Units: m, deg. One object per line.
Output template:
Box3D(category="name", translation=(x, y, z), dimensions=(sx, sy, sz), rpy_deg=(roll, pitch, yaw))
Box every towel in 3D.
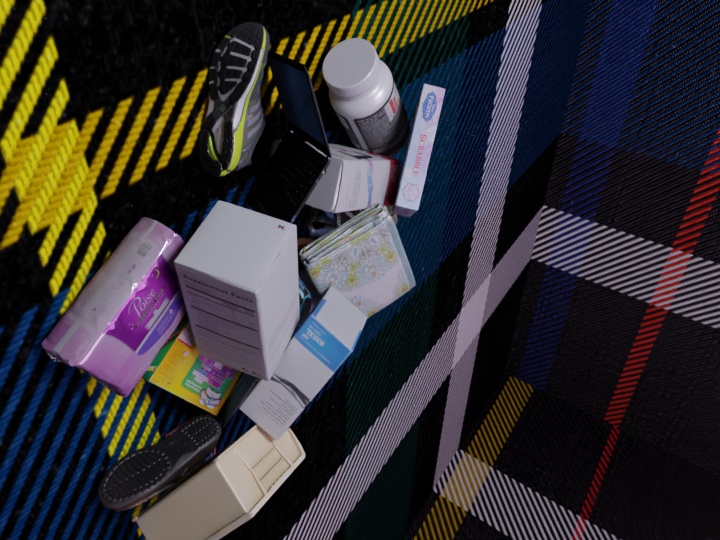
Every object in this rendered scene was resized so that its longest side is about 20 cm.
Box3D(category="towel", translation=(0.000, 0.000, 1.019), dimensions=(0.169, 0.048, 0.202), rpy_deg=(-31, 132, -6))

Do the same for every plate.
Box3D(category="plate", translation=(-0.188, 0.182, 1.034), dimensions=(0.202, 0.025, 0.200), rpy_deg=(-56, -177, 4))

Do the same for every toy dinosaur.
Box3D(category="toy dinosaur", translation=(-0.024, -0.059, 1.088), dimensions=(0.180, 0.106, 0.200), rpy_deg=(38, 106, -23))

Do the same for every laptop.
Box3D(category="laptop", translation=(-0.120, -0.176, 0.819), dimensions=(0.102, 0.177, 0.202), rpy_deg=(29, 99, -34))

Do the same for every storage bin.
Box3D(category="storage bin", translation=(-0.211, 0.334, 0.923), dimensions=(0.199, 0.095, 0.198), rpy_deg=(-38, 175, 20))

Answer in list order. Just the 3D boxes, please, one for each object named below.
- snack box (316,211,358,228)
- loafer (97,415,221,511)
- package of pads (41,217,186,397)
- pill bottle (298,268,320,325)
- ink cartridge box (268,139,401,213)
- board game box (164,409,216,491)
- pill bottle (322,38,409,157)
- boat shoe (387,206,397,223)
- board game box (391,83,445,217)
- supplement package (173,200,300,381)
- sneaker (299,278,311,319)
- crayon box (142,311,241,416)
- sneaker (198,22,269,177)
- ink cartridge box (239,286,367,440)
Box3D(category="snack box", translation=(0.004, -0.040, 1.160), dimensions=(0.116, 0.037, 0.203), rpy_deg=(-37, 99, -46))
Box3D(category="loafer", translation=(-0.298, 0.305, 0.909), dimensions=(0.197, 0.073, 0.072), rpy_deg=(-25, 141, -36))
Box3D(category="package of pads", translation=(-0.286, 0.046, 0.749), dimensions=(0.202, 0.074, 0.121), rpy_deg=(-59, 156, -19))
Box3D(category="pill bottle", translation=(-0.074, 0.052, 1.132), dimensions=(0.199, 0.110, 0.115), rpy_deg=(-3, 113, -62))
Box3D(category="ink cartridge box", translation=(-0.040, -0.159, 0.993), dimensions=(0.199, 0.145, 0.088), rpy_deg=(-14, 121, -60))
Box3D(category="board game box", translation=(-0.292, 0.341, 1.033), dimensions=(0.102, 0.019, 0.205), rpy_deg=(-30, 136, -51))
Box3D(category="pill bottle", translation=(0.012, -0.291, 1.028), dimensions=(0.118, 0.114, 0.200), rpy_deg=(-62, 154, -12))
Box3D(category="boat shoe", translation=(0.037, -0.134, 1.249), dimensions=(0.202, 0.072, 0.065), rpy_deg=(84, -8, -65))
Box3D(category="board game box", translation=(0.100, -0.204, 1.067), dimensions=(0.200, 0.040, 0.205), rpy_deg=(-64, 167, -87))
Box3D(category="supplement package", translation=(-0.154, 0.031, 0.793), dimensions=(0.203, 0.115, 0.118), rpy_deg=(95, 16, -49))
Box3D(category="sneaker", translation=(-0.145, 0.073, 0.992), dimensions=(0.073, 0.082, 0.201), rpy_deg=(-39, 167, -42))
Box3D(category="crayon box", translation=(-0.252, 0.133, 0.906), dimensions=(0.120, 0.057, 0.201), rpy_deg=(-60, 154, -16))
Box3D(category="sneaker", translation=(-0.161, -0.228, 0.804), dimensions=(0.081, 0.073, 0.204), rpy_deg=(-24, 138, -64))
Box3D(category="ink cartridge box", translation=(-0.088, 0.143, 0.943), dimensions=(0.201, 0.083, 0.145), rpy_deg=(-51, -177, 18))
